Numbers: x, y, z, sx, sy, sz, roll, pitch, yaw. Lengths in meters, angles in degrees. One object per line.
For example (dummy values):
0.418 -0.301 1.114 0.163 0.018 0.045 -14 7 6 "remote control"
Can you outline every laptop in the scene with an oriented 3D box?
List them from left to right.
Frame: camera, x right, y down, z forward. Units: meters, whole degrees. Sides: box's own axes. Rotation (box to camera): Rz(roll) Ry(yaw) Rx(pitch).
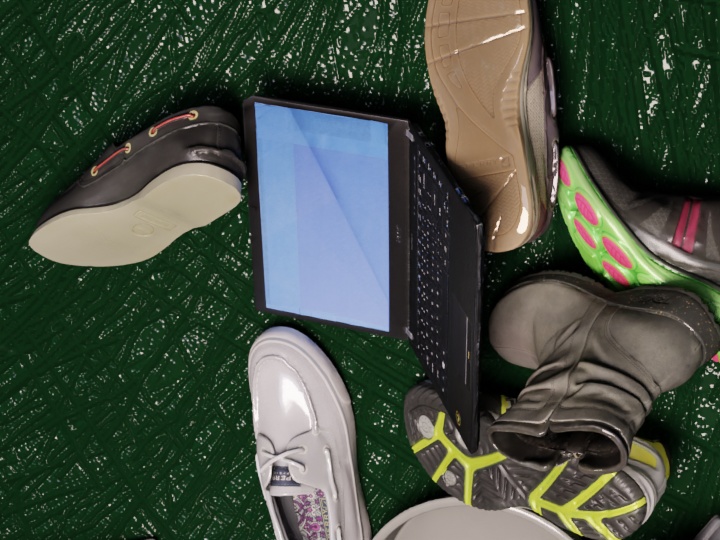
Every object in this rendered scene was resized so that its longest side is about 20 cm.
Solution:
0.000 0.000 1.118 0.102 0.200 0.178 -11 126 -13 "laptop"

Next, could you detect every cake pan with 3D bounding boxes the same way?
0.095 0.245 1.241 0.199 0.037 0.202 8 114 18 "cake pan"

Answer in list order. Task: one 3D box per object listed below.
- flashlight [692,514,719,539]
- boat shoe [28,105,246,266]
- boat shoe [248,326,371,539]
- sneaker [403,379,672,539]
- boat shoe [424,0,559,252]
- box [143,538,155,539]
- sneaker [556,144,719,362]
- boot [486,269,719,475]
0.203 0.259 1.158 0.068 0.068 0.201 36 100 -2 "flashlight"
-0.156 -0.054 1.201 0.201 0.064 0.073 -23 144 39 "boat shoe"
-0.044 0.142 1.233 0.071 0.069 0.202 0 111 21 "boat shoe"
0.117 0.123 1.167 0.199 0.076 0.076 21 122 32 "sneaker"
0.088 -0.113 1.080 0.071 0.065 0.202 -6 90 28 "boat shoe"
-0.234 0.337 1.350 0.198 0.131 0.201 -12 107 24 "box"
0.204 -0.014 1.080 0.200 0.084 0.077 40 160 16 "sneaker"
0.118 0.064 1.066 0.199 0.131 0.068 -1 126 55 "boot"
